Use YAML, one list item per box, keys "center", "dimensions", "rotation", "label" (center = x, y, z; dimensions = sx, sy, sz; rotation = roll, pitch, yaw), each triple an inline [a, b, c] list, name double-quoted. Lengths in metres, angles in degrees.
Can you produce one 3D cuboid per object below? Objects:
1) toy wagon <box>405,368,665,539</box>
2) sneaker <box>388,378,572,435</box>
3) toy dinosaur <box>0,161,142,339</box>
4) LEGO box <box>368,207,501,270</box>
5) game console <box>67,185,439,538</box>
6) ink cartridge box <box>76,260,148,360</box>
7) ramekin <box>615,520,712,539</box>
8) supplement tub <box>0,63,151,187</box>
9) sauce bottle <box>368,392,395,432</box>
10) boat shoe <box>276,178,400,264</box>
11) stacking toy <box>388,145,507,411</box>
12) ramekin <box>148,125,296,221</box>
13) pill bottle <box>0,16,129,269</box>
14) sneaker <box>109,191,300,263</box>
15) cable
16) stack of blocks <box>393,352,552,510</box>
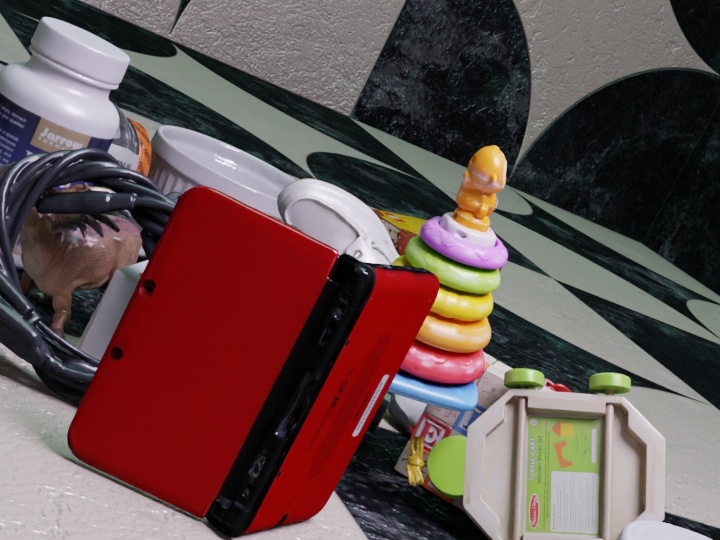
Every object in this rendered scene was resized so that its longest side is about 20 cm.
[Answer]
- center: [0.136, 0.156, 1.091]
  dimensions: [0.200, 0.155, 0.040]
  rotation: [3, -18, 6]
  label: "toy wagon"
- center: [0.128, 0.134, 1.261]
  dimensions: [0.201, 0.108, 0.067]
  rotation: [32, 13, 23]
  label: "sneaker"
- center: [-0.215, -0.019, 1.103]
  dimensions: [0.086, 0.136, 0.200]
  rotation: [30, 12, 16]
  label: "toy dinosaur"
- center: [0.049, 0.025, 1.460]
  dimensions: [0.077, 0.149, 0.200]
  rotation: [33, 13, 30]
  label: "LEGO box"
- center: [-0.066, 0.060, 0.924]
  dimensions: [0.119, 0.200, 0.172]
  rotation: [34, 14, 26]
  label: "game console"
- center: [-0.099, 0.072, 1.091]
  dimensions: [0.200, 0.086, 0.148]
  rotation: [31, 13, 8]
  label: "ink cartridge box"
- center: [0.251, 0.270, 0.981]
  dimensions: [0.202, 0.094, 0.202]
  rotation: [26, 11, -6]
  label: "ramekin"
- center: [-0.315, -0.128, 1.388]
  dimensions: [0.200, 0.123, 0.122]
  rotation: [14, 17, -45]
  label: "supplement tub"
- center: [-0.067, 0.076, 1.202]
  dimensions: [0.200, 0.066, 0.066]
  rotation: [30, 12, 4]
  label: "sauce bottle"
- center: [0.000, 0.000, 1.263]
  dimensions: [0.200, 0.071, 0.069]
  rotation: [44, 29, -24]
  label: "boat shoe"
- center: [0.069, -0.003, 1.063]
  dimensions: [0.110, 0.200, 0.116]
  rotation: [17, 18, -13]
  label: "stacking toy"
- center: [-0.154, -0.069, 1.533]
  dimensions: [0.200, 0.105, 0.200]
  rotation: [26, 11, -5]
  label: "ramekin"
- center: [-0.276, -0.110, 1.202]
  dimensions: [0.111, 0.200, 0.111]
  rotation: [25, 12, -6]
  label: "pill bottle"
- center: [-0.146, -0.033, 1.236]
  dimensions: [0.200, 0.081, 0.074]
  rotation: [0, -34, 10]
  label: "sneaker"
- center: [-0.185, 0.007, 1.001]
  dimensions: [0.200, 0.163, 0.051]
  rotation: [37, -24, -1]
  label: "cable"
- center: [0.144, 0.162, 1.161]
  dimensions: [0.200, 0.115, 0.059]
  rotation: [30, 12, 12]
  label: "stack of blocks"
